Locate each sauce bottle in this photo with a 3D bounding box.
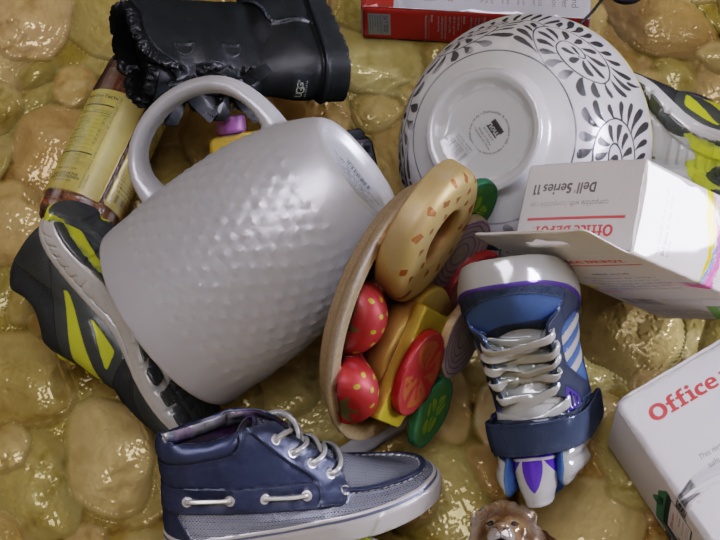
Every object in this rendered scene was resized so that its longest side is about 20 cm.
[{"bbox_3d":[-0.177,-0.116,1.575,0.065,0.066,0.201,20,67,10],"label":"sauce bottle"}]

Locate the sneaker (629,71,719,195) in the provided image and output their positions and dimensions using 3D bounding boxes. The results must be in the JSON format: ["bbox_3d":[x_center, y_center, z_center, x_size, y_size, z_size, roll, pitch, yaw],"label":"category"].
[{"bbox_3d":[0.249,-0.091,1.536,0.199,0.075,0.084,33,28,29],"label":"sneaker"}]

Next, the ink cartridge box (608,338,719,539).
[{"bbox_3d":[0.283,0.151,1.435,0.145,0.084,0.201,-28,68,-11],"label":"ink cartridge box"}]

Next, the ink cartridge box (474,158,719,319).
[{"bbox_3d":[0.186,-0.025,1.410,0.199,0.117,0.068,21,77,-37],"label":"ink cartridge box"}]

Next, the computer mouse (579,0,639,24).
[{"bbox_3d":[0.165,-0.185,1.570,0.059,0.034,0.200,41,105,6],"label":"computer mouse"}]

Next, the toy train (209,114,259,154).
[{"bbox_3d":[-0.071,-0.031,1.545,0.198,0.056,0.152,17,93,-2],"label":"toy train"}]

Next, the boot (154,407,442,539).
[{"bbox_3d":[-0.041,0.135,1.419,0.198,0.091,0.073,-13,22,-16],"label":"boot"}]

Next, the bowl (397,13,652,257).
[{"bbox_3d":[0.103,-0.095,1.498,0.199,0.094,0.203,-3,83,22],"label":"bowl"}]

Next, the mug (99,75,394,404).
[{"bbox_3d":[-0.081,-0.039,1.428,0.175,0.148,0.201,-36,82,17],"label":"mug"}]

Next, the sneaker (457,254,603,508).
[{"bbox_3d":[0.118,0.082,1.407,0.080,0.200,0.148,-8,71,10],"label":"sneaker"}]

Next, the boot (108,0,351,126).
[{"bbox_3d":[-0.107,-0.184,1.550,0.161,0.074,0.199,-4,42,-20],"label":"boot"}]

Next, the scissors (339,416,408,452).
[{"bbox_3d":[-0.031,0.138,1.487,0.073,0.014,0.200,40,74,17],"label":"scissors"}]

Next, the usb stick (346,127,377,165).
[{"bbox_3d":[0.000,0.000,1.499,0.055,0.033,0.202,-11,89,-6],"label":"usb stick"}]

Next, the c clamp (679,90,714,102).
[{"bbox_3d":[0.233,-0.052,1.560,0.171,0.027,0.200,-39,70,-20],"label":"c clamp"}]

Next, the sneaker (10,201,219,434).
[{"bbox_3d":[-0.176,0.047,1.499,0.201,0.084,0.074,57,36,5],"label":"sneaker"}]

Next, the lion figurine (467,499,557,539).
[{"bbox_3d":[0.168,0.226,1.423,0.198,0.073,0.123,9,57,-10],"label":"lion figurine"}]

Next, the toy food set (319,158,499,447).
[{"bbox_3d":[0.039,0.025,1.412,0.048,0.198,0.202,22,88,24],"label":"toy food set"}]

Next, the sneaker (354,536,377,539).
[{"bbox_3d":[-0.024,0.220,1.431,0.198,0.076,0.077,8,44,4],"label":"sneaker"}]

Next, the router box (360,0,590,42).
[{"bbox_3d":[0.095,-0.278,1.646,0.178,0.049,0.202,3,66,3],"label":"router box"}]
